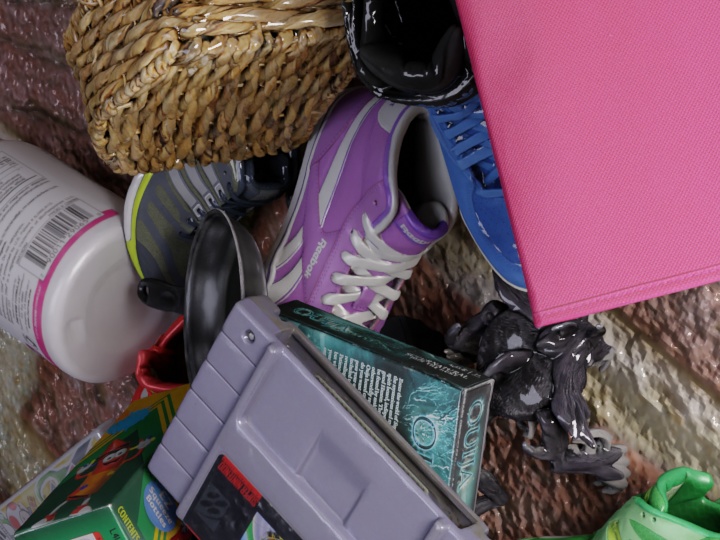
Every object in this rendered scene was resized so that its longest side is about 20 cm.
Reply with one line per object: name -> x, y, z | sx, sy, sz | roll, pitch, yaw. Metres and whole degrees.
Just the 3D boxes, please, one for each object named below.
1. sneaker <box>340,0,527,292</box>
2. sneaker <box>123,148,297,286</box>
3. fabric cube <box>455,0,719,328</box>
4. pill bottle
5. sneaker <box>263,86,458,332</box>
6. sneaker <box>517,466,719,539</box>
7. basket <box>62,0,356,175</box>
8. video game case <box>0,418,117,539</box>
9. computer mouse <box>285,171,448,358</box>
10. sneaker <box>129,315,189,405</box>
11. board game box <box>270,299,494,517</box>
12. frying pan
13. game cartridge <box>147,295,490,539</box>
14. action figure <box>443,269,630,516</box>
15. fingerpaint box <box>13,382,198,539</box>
sneaker -> 0.048, -0.078, 1.097 | 0.076, 0.111, 0.201 | -6, 101, 30
sneaker -> -0.083, -0.056, 1.375 | 0.081, 0.074, 0.201 | 49, 133, 37
fabric cube -> 0.167, -0.104, 0.968 | 0.195, 0.200, 0.201 | -17, 88, 26
pill bottle -> -0.212, -0.017, 1.499 | 0.200, 0.113, 0.114 | 30, 121, 40
sneaker -> -0.001, 0.000, 1.257 | 0.114, 0.072, 0.202 | 17, 98, 62
sneaker -> 0.155, 0.141, 1.174 | 0.199, 0.074, 0.084 | -7, 97, 39
basket -> -0.088, -0.150, 1.214 | 0.200, 0.142, 0.150 | 136, 123, -69
video game case -> -0.149, 0.212, 1.509 | 0.200, 0.023, 0.182 | 52, 136, 0
computer mouse -> 0.004, 0.027, 1.335 | 0.201, 0.034, 0.059 | 57, 135, 21
sneaker -> -0.110, 0.063, 1.429 | 0.077, 0.085, 0.200 | 58, 135, 21
board game box -> -0.002, 0.131, 1.215 | 0.135, 0.028, 0.201 | 21, 113, 34
frying pan -> -0.089, 0.035, 1.315 | 0.190, 0.031, 0.116 | 137, 131, -64
game cartridge -> -0.021, 0.126, 1.190 | 0.200, 0.038, 0.130 | 45, 120, 23
action figure -> 0.081, 0.073, 1.216 | 0.200, 0.102, 0.119 | -46, 60, 35
fingerpaint box -> -0.092, 0.187, 1.332 | 0.073, 0.167, 0.201 | -19, 105, 27
